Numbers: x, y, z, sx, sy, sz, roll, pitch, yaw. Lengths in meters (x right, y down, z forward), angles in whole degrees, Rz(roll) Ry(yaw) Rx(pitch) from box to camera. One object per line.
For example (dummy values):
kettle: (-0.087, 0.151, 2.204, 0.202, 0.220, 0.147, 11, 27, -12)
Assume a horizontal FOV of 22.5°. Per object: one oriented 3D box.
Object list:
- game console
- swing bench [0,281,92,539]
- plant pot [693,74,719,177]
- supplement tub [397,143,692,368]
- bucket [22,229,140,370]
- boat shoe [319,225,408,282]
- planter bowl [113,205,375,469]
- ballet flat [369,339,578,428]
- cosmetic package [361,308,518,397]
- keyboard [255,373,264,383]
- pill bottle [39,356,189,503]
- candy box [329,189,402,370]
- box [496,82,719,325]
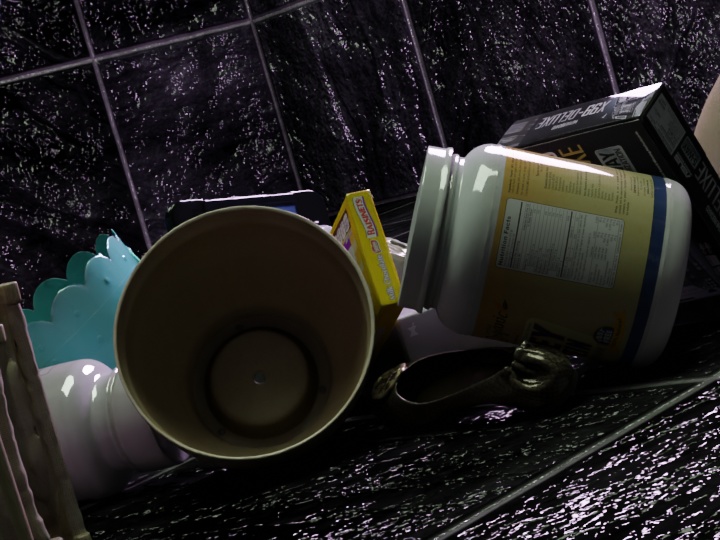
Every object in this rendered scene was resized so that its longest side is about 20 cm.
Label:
game console: (-0.059, -0.002, 1.679, 0.199, 0.172, 0.118, -7, -11, -45)
swing bench: (-0.270, 0.123, 1.233, 0.129, 0.201, 0.200, -15, 6, 7)
plant pot: (0.345, -0.065, 1.494, 0.135, 0.200, 0.200, -52, -9, 22)
supplement tub: (0.135, -0.014, 1.344, 0.198, 0.146, 0.144, 11, 6, 1)
bucket: (-0.252, 0.079, 1.636, 0.207, 0.135, 0.207, -41, 12, 11)
boat shoe: (0.000, 0.000, 1.573, 0.061, 0.073, 0.200, -5, 9, -19)
planter bowl: (-0.085, 0.068, 1.415, 0.198, 0.202, 0.135, -17, -21, -4)
ballet flat: (0.075, 0.080, 1.343, 0.199, 0.046, 0.068, -7, 46, 47)
cosmetic package: (0.056, 0.058, 1.526, 0.106, 0.091, 0.200, -19, 9, -14)
keyboard: (-0.114, 0.044, 1.564, 0.103, 0.202, 0.040, 11, -17, 28)
pill bottle: (-0.242, 0.135, 1.484, 0.198, 0.115, 0.114, -14, 6, 19)
candy box: (-0.011, 0.029, 1.481, 0.026, 0.103, 0.200, -11, -26, -20)
box: (0.220, -0.045, 1.448, 0.157, 0.201, 0.050, -10, 34, 46)
